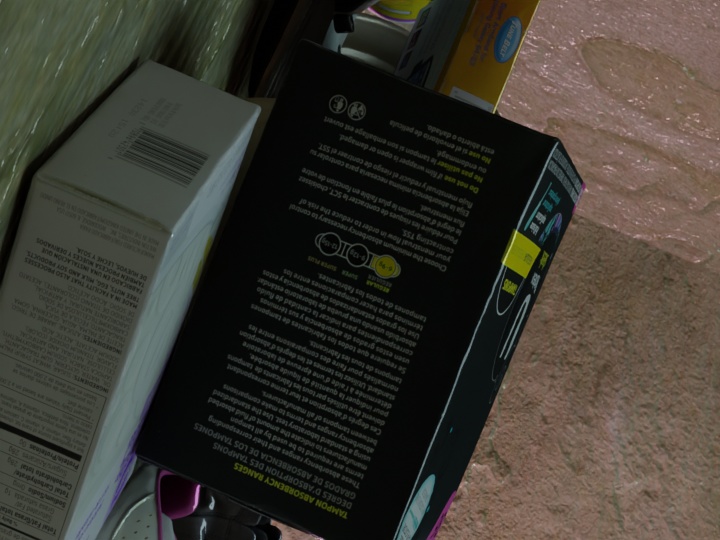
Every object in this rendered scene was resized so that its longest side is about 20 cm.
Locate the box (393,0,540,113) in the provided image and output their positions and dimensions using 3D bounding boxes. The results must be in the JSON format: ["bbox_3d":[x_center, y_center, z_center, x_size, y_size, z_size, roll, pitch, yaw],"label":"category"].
[{"bbox_3d":[0.049,-0.113,1.098,0.200,0.041,0.120,175,-63,-80],"label":"box"}]

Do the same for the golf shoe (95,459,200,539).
[{"bbox_3d":[-0.135,0.136,0.828,0.200,0.091,0.076,-65,179,-47],"label":"golf shoe"}]

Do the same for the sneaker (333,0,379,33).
[{"bbox_3d":[0.052,-0.207,1.135,0.074,0.199,0.118,68,29,-23],"label":"sneaker"}]

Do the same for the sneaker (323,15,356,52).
[{"bbox_3d":[-0.037,-0.105,1.221,0.074,0.079,0.201,103,8,-73],"label":"sneaker"}]

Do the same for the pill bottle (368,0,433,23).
[{"bbox_3d":[0.039,-0.251,1.310,0.200,0.104,0.105,95,18,-87],"label":"pill bottle"}]

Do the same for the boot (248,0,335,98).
[{"bbox_3d":[-0.027,-0.094,1.099,0.075,0.096,0.201,-91,-160,-54],"label":"boot"}]

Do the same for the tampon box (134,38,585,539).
[{"bbox_3d":[0.006,0.019,0.832,0.150,0.126,0.201,20,92,-77],"label":"tampon box"}]

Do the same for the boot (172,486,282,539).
[{"bbox_3d":[-0.120,0.161,0.948,0.070,0.131,0.201,-67,179,-77],"label":"boot"}]

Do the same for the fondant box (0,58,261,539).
[{"bbox_3d":[-0.111,0.031,0.724,0.144,0.058,0.201,-67,180,-64],"label":"fondant box"}]

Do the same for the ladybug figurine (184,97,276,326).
[{"bbox_3d":[-0.077,-0.024,0.931,0.200,0.072,0.136,108,5,-67],"label":"ladybug figurine"}]

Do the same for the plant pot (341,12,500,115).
[{"bbox_3d":[-0.005,-0.071,1.373,0.174,0.200,0.200,-48,-170,33],"label":"plant pot"}]
